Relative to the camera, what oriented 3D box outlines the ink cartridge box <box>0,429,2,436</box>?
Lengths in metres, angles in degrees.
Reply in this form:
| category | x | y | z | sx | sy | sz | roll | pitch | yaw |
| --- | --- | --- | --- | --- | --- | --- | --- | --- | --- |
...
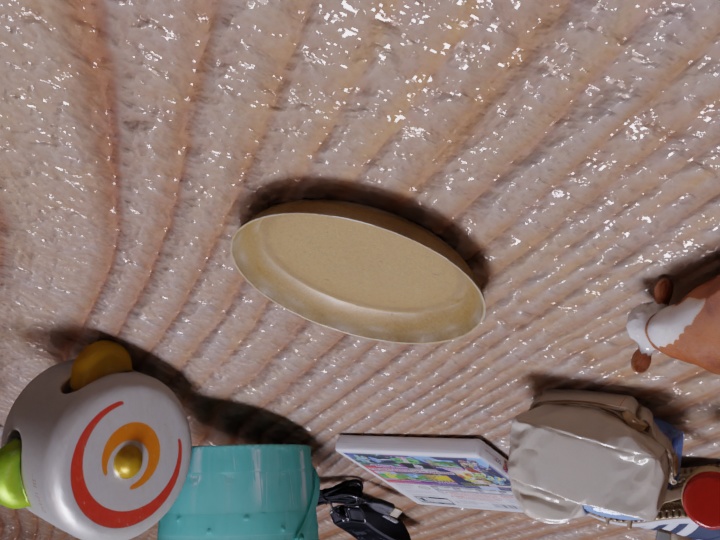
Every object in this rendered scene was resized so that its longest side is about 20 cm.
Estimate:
| category | x | y | z | sx | sy | sz | roll | pitch | yaw |
| --- | --- | --- | --- | --- | --- | --- | --- | --- | --- |
| ink cartridge box | -0.652 | 0.287 | 1.584 | 0.145 | 0.202 | 0.146 | 9 | 153 | 13 |

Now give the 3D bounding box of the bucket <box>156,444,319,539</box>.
| category | x | y | z | sx | sy | sz | roll | pitch | yaw |
| --- | --- | --- | --- | --- | --- | --- | --- | --- | --- |
| bucket | -0.143 | 0.277 | 1.277 | 0.204 | 0.137 | 0.207 | 0 | 169 | 0 |

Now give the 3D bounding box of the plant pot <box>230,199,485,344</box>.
| category | x | y | z | sx | sy | sz | roll | pitch | yaw |
| --- | --- | --- | --- | --- | --- | --- | --- | --- | --- |
| plant pot | 0.000 | 0.000 | 0.814 | 0.198 | 0.028 | 0.201 | 14 | 154 | 7 |

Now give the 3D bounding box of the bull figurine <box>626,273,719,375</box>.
| category | x | y | z | sx | sy | sz | roll | pitch | yaw |
| --- | --- | --- | --- | --- | --- | --- | --- | --- | --- |
| bull figurine | 0.255 | 0.030 | 0.680 | 0.120 | 0.066 | 0.200 | 16 | 157 | -8 |

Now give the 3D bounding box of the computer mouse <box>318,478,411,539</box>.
| category | x | y | z | sx | sy | sz | roll | pitch | yaw |
| --- | --- | --- | --- | --- | --- | --- | --- | --- | --- |
| computer mouse | 0.021 | 0.329 | 1.461 | 0.199 | 0.046 | 0.140 | 36 | 144 | -27 |

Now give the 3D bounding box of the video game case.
| category | x | y | z | sx | sy | sz | roll | pitch | yaw |
| --- | --- | --- | --- | --- | --- | --- | --- | --- | --- |
| video game case | 0.099 | 0.233 | 1.238 | 0.198 | 0.023 | 0.182 | -5 | 148 | 39 |

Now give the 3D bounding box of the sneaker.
| category | x | y | z | sx | sy | sz | roll | pitch | yaw |
| --- | --- | --- | --- | --- | --- | --- | --- | --- | --- |
| sneaker | 0.305 | 0.232 | 1.054 | 0.198 | 0.071 | 0.109 | -3 | 147 | 29 |

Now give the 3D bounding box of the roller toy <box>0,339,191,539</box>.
| category | x | y | z | sx | sy | sz | roll | pitch | yaw |
| --- | --- | --- | --- | --- | --- | --- | --- | --- | --- |
| roller toy | -0.281 | 0.193 | 1.174 | 0.139 | 0.201 | 0.182 | 8 | 154 | 46 |

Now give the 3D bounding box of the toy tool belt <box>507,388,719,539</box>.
| category | x | y | z | sx | sy | sz | roll | pitch | yaw |
| --- | --- | --- | --- | --- | --- | --- | --- | --- | --- |
| toy tool belt | 0.232 | 0.168 | 0.944 | 0.198 | 0.127 | 0.123 | 10 | -174 | 21 |
